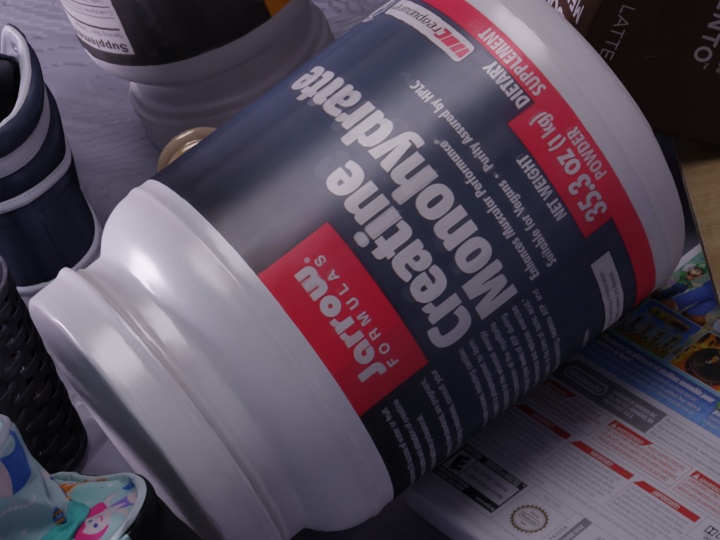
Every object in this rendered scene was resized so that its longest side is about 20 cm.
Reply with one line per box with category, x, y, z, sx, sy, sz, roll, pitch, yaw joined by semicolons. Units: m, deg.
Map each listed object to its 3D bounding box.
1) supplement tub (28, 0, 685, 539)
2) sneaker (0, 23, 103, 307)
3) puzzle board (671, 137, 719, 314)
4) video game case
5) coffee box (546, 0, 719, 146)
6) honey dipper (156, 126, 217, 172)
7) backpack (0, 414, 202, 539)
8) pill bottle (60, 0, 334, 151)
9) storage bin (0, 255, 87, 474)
supplement tub;0.000;0.000;0.972;0.200;0.141;0.140;-38;37;-11
sneaker;-0.169;-0.067;1.212;0.070;0.109;0.200;-29;35;-9
puzzle board;0.219;-0.038;1.014;0.199;0.017;0.151;-11;31;4
video game case;0.129;0.048;0.974;0.200;0.018;0.143;-36;37;-17
coffee box;0.115;-0.147;1.087;0.079;0.115;0.200;14;29;-16
honey dipper;-0.038;0.006;1.108;0.038;0.038;0.200;-26;37;-4
backpack;-0.147;0.144;0.890;0.200;0.151;0.177;-48;18;-20
pill bottle;-0.084;-0.153;1.197;0.116;0.200;0.117;-16;36;12
storage bin;-0.225;0.058;1.087;0.199;0.094;0.135;9;47;34
